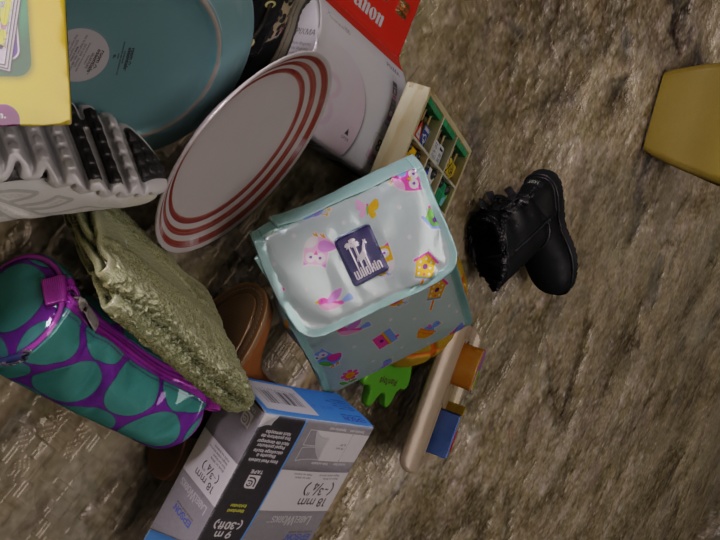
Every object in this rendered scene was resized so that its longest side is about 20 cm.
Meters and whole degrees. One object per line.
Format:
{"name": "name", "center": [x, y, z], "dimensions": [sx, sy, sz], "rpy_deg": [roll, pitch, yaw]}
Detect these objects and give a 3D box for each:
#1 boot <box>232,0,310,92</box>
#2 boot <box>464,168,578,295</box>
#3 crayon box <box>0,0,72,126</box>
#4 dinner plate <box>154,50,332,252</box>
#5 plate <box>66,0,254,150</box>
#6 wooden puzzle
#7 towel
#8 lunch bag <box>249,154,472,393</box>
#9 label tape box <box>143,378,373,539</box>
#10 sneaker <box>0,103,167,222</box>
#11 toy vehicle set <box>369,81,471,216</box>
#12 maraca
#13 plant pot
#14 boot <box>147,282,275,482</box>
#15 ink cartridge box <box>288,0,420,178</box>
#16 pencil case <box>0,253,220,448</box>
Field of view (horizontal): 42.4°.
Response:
{"name": "boot", "center": [-0.115, -0.213, 0.685], "dimensions": [0.153, 0.074, 0.204], "rpy_deg": [5, 137, -41]}
{"name": "boot", "center": [0.214, -0.025, 1.225], "dimensions": [0.162, 0.073, 0.199], "rpy_deg": [-37, 125, -41]}
{"name": "crayon box", "center": [-0.264, -0.163, 0.492], "dimensions": [0.199, 0.058, 0.173], "rpy_deg": [-7, 101, -33]}
{"name": "dinner plate", "center": [-0.097, -0.097, 0.748], "dimensions": [0.200, 0.024, 0.200], "rpy_deg": [-48, 169, -12]}
{"name": "plate", "center": [-0.163, -0.150, 0.636], "dimensions": [0.200, 0.026, 0.200], "rpy_deg": [-20, 143, -16]}
{"name": "wooden puzzle", "center": [0.113, 0.158, 1.147], "dimensions": [0.200, 0.046, 0.186], "rpy_deg": [27, 82, -75]}
{"name": "towel", "center": [-0.153, 0.020, 0.711], "dimensions": [0.036, 0.148, 0.200], "rpy_deg": [-35, 137, 0]}
{"name": "lunch bag", "center": [0.000, 0.000, 0.851], "dimensions": [0.170, 0.122, 0.200], "rpy_deg": [-25, 141, -6]}
{"name": "label tape box", "center": [-0.095, 0.202, 0.835], "dimensions": [0.144, 0.063, 0.200], "rpy_deg": [18, 105, -48]}
{"name": "sneaker", "center": [-0.227, -0.065, 0.613], "dimensions": [0.200, 0.075, 0.081], "rpy_deg": [1, 145, -38]}
{"name": "toy vehicle set", "center": [0.065, -0.106, 0.989], "dimensions": [0.125, 0.026, 0.200], "rpy_deg": [-68, 159, -3]}
{"name": "maraca", "center": [0.052, 0.056, 1.020], "dimensions": [0.137, 0.107, 0.201], "rpy_deg": [20, 92, -58]}
{"name": "plant pot", "center": [0.586, -0.237, 1.529], "dimensions": [0.200, 0.176, 0.201], "rpy_deg": [5, 101, -54]}
{"name": "boot", "center": [-0.098, 0.115, 0.871], "dimensions": [0.155, 0.077, 0.201], "rpy_deg": [19, 92, -52]}
{"name": "ink cartridge box", "center": [-0.001, -0.206, 0.889], "dimensions": [0.162, 0.057, 0.200], "rpy_deg": [27, 88, -53]}
{"name": "pencil case", "center": [-0.198, 0.069, 0.712], "dimensions": [0.200, 0.092, 0.085], "rpy_deg": [47, 36, -52]}
